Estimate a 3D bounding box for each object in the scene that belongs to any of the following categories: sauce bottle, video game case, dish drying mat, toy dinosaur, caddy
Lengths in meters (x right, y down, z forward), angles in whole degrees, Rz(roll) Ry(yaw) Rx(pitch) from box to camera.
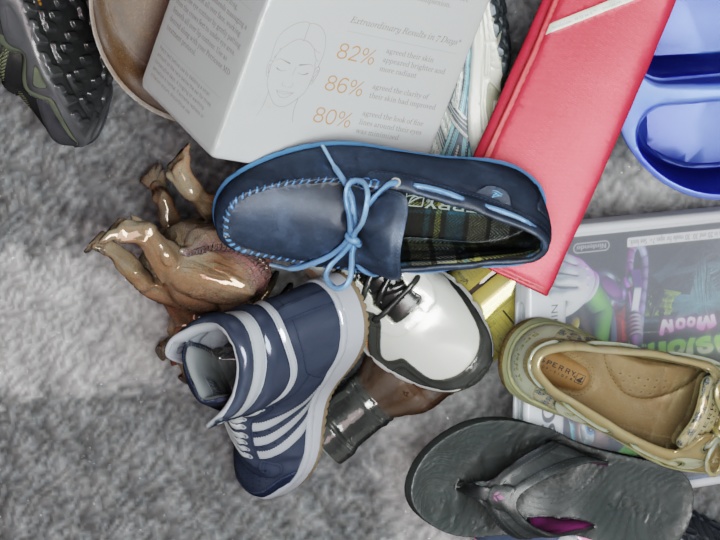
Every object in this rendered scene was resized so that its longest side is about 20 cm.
[{"bbox_3d":[0.050,0.046,1.521,0.200,0.065,0.065,-38,101,6],"label":"sauce bottle"},{"bbox_3d":[0.187,0.054,1.514,0.199,0.023,0.183,-6,104,-26],"label":"video game case"},{"bbox_3d":[0.119,-0.092,1.436,0.076,0.018,0.201,24,91,6],"label":"dish drying mat"},{"bbox_3d":[-0.091,0.001,1.458,0.135,0.200,0.086,43,72,-9],"label":"toy dinosaur"},{"bbox_3d":[0.252,-0.120,1.476,0.198,0.105,0.142,-6,103,-3],"label":"caddy"}]

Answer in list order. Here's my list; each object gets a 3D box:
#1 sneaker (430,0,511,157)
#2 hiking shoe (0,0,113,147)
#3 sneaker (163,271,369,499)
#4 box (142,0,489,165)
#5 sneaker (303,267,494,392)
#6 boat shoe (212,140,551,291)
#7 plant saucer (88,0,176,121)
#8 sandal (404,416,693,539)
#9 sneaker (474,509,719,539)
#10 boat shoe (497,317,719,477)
[{"bbox_3d":[0.051,-0.126,1.481,0.086,0.078,0.201,-6,99,8],"label":"sneaker"},{"bbox_3d":[-0.228,-0.160,1.465,0.100,0.076,0.201,-9,123,35],"label":"hiking shoe"},{"bbox_3d":[-0.073,0.082,1.463,0.108,0.070,0.200,-18,149,-33],"label":"sneaker"},{"bbox_3d":[-0.016,-0.167,1.404,0.152,0.106,0.201,8,113,-35],"label":"box"},{"bbox_3d":[0.000,0.000,1.466,0.200,0.080,0.074,43,91,13],"label":"sneaker"},{"bbox_3d":[0.016,-0.034,1.370,0.199,0.069,0.085,-6,124,-9],"label":"boat shoe"},{"bbox_3d":[-0.079,-0.185,1.444,0.199,0.032,0.201,-16,123,-25],"label":"plant saucer"},{"bbox_3d":[0.124,0.135,1.459,0.199,0.048,0.076,8,96,-24],"label":"sandal"},{"bbox_3d":[0.170,0.189,1.560,0.199,0.070,0.082,19,106,-1],"label":"sneaker"},{"bbox_3d":[0.181,0.083,1.451,0.199,0.063,0.074,15,92,-15],"label":"boat shoe"}]
